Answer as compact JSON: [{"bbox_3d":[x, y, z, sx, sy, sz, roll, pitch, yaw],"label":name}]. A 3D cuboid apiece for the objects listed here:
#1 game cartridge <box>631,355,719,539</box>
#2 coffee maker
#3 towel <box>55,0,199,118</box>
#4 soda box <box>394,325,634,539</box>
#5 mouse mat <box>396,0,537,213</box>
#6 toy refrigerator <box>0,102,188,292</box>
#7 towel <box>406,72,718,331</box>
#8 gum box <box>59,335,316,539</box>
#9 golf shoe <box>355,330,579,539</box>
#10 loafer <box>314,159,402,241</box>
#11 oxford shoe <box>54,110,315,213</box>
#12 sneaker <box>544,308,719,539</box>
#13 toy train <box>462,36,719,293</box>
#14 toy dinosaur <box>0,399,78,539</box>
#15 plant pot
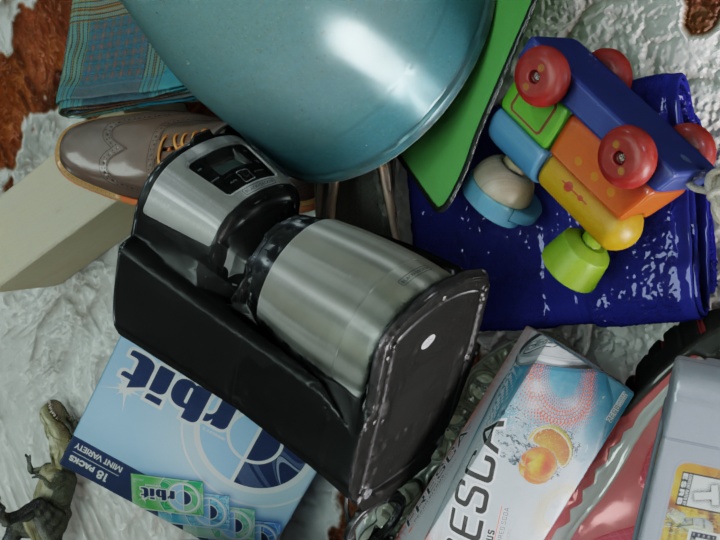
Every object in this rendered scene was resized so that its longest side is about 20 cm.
[{"bbox_3d":[0.224,0.154,0.772,0.132,0.042,0.201,12,109,11],"label":"game cartridge"},{"bbox_3d":[-0.048,0.042,0.806,0.200,0.134,0.193,31,104,28],"label":"coffee maker"},{"bbox_3d":[-0.156,-0.213,0.979,0.146,0.022,0.201,-4,76,33],"label":"towel"},{"bbox_3d":[0.079,0.136,0.810,0.063,0.068,0.201,31,92,-6],"label":"soda box"},{"bbox_3d":[0.067,-0.150,0.842,0.161,0.007,0.201,-117,44,-61],"label":"mouse mat"},{"bbox_3d":[-0.216,-0.058,1.061,0.200,0.076,0.070,-32,77,33],"label":"toy refrigerator"},{"bbox_3d":[0.124,-0.035,0.853,0.199,0.049,0.149,-6,84,35],"label":"towel"},{"bbox_3d":[-0.101,0.095,0.973,0.169,0.045,0.201,28,112,-2],"label":"gum box"},{"bbox_3d":[0.061,0.113,0.891,0.078,0.097,0.200,41,93,-14],"label":"golf shoe"},{"bbox_3d":[0.000,0.000,0.882,0.071,0.063,0.201,-6,94,-3],"label":"loafer"},{"bbox_3d":[-0.116,-0.084,0.938,0.199,0.073,0.072,2,78,0],"label":"oxford shoe"},{"bbox_3d":[0.187,0.110,0.821,0.087,0.074,0.201,35,112,2],"label":"sneaker"},{"bbox_3d":[0.147,-0.032,0.763,0.200,0.084,0.116,49,125,26],"label":"toy train"},{"bbox_3d":[-0.274,0.211,1.118,0.047,0.088,0.201,17,103,42],"label":"toy dinosaur"},{"bbox_3d":[-0.053,-0.183,0.804,0.199,0.188,0.201,-22,53,33],"label":"plant pot"}]
